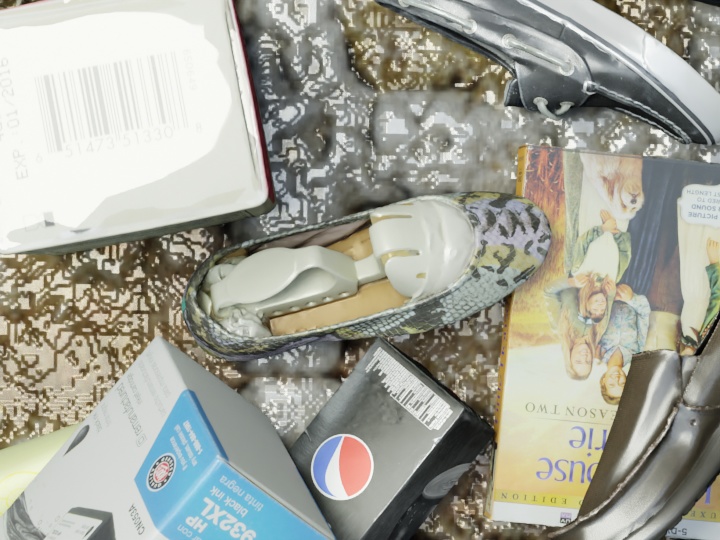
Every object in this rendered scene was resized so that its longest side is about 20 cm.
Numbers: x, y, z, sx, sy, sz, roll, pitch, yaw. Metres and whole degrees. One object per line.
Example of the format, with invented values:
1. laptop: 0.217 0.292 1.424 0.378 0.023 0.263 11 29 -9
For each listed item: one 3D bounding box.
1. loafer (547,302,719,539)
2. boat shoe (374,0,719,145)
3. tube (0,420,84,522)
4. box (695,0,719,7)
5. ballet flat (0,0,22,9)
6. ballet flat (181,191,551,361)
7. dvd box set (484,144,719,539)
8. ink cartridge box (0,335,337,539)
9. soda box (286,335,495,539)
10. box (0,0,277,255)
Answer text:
1. loafer: 0.159 0.074 1.061 0.071 0.073 0.200 42 80 4
2. boat shoe: 0.099 -0.111 1.082 0.199 0.072 0.068 32 88 0
3. tube: -0.181 0.121 1.090 0.198 0.058 0.052 -15 56 -6
4. box: 0.161 -0.213 1.017 0.079 0.200 0.142 29 88 -38
5. ballet flat: -0.171 -0.158 1.083 0.198 0.076 0.064 6 122 2
6. ballet flat: 0.000 0.000 1.065 0.199 0.072 0.073 -15 92 8
7. dvd box set: 0.147 0.039 1.107 0.145 0.029 0.202 6 90 -2
8. ink cartridge box: -0.121 0.154 1.016 0.084 0.145 0.200 38 96 -28
9. soda box: -0.021 0.136 1.076 0.063 0.071 0.200 39 90 23
10. box: -0.112 -0.071 1.011 0.127 0.200 0.110 -11 91 -2
